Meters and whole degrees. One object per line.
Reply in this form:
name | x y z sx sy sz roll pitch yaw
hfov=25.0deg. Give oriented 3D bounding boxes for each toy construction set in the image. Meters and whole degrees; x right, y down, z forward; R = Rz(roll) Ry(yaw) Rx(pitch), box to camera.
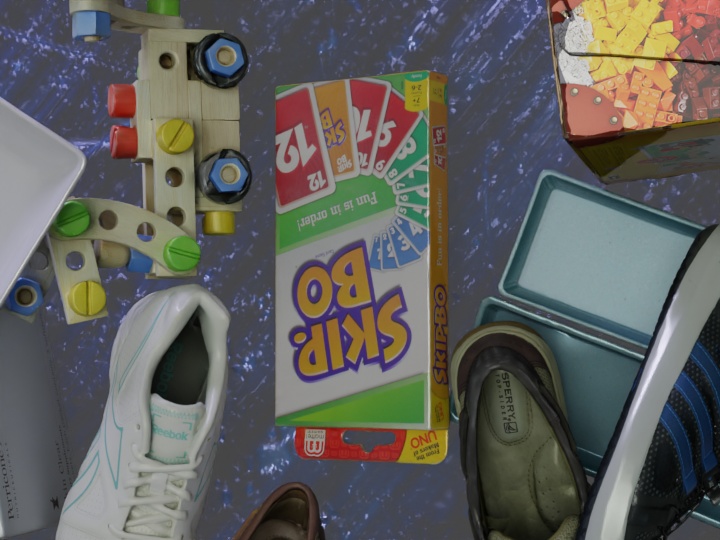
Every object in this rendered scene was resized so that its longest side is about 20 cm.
toy construction set | -0.123 -0.072 0.842 0.131 0.092 0.200 -1 102 -18

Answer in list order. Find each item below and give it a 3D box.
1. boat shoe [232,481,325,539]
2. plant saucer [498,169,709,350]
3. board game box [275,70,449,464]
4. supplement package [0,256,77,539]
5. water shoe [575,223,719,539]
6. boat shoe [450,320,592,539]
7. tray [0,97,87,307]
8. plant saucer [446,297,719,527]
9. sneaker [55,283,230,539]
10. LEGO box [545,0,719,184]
boat shoe | -0.063 0.190 0.787 0.072 0.072 0.200 22 51 7
plant saucer | 0.174 0.014 0.824 0.200 0.019 0.070 21 93 14
board game box | 0.000 0.000 0.847 0.095 0.030 0.200 -2 89 31
supplement package | -0.256 0.056 0.872 0.155 0.111 0.200 -14 85 12
water shoe | 0.159 0.074 0.744 0.079 0.072 0.200 22 77 9
boat shoe | 0.085 0.127 0.796 0.072 0.066 0.201 -13 99 14
tray | -0.222 0.002 0.799 0.107 0.022 0.200 34 94 12
plant saucer | 0.146 0.078 0.813 0.200 0.019 0.070 21 107 12
sneaker | -0.109 0.100 0.827 0.070 0.080 0.201 12 76 -17
LEGO box | 0.170 -0.094 0.736 0.149 0.200 0.077 -8 86 12
